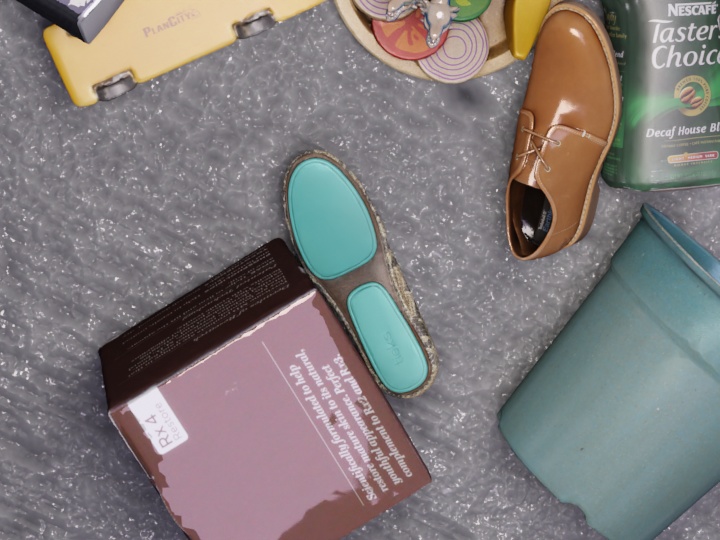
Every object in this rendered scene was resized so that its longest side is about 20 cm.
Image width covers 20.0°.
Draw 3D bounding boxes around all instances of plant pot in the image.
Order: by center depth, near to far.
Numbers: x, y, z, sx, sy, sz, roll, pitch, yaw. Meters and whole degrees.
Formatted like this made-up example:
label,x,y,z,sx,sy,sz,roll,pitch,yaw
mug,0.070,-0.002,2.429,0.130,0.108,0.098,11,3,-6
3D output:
label,x,y,z,sx,sy,sz,roll,pitch,yaw
plant pot,0.218,0.089,1.508,0.200,0.200,0.196,39,100,-14

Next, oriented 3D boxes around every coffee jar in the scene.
label,x,y,z,sx,sy,sz,roll,pitch,yaw
coffee jar,0.227,-0.162,1.506,0.104,0.085,0.200,-6,101,-9

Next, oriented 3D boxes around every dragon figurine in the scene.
label,x,y,z,sx,sy,sz,roll,pitch,yaw
dragon figurine,0.068,-0.255,1.404,0.059,0.099,0.200,19,88,-5

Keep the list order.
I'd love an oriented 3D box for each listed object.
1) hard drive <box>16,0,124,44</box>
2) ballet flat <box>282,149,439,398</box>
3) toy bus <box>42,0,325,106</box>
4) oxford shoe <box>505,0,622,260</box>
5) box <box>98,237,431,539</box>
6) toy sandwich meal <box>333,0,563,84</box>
label,x,y,z,sx,sy,sz,roll,pitch,yaw
hard drive,-0.179,-0.266,1.345,0.135,0.042,0.200,32,89,-10
ballet flat,0.000,0.000,1.507,0.068,0.075,0.200,-25,100,11
toy bus,-0.120,-0.184,1.441,0.200,0.078,0.065,-24,102,2
oxford shoe,0.142,-0.096,1.479,0.071,0.071,0.200,20,122,30
box,-0.074,0.100,1.449,0.164,0.200,0.166,-31,105,-3
toy sandwich meal,0.072,-0.234,1.474,0.205,0.070,0.205,-2,101,-9
